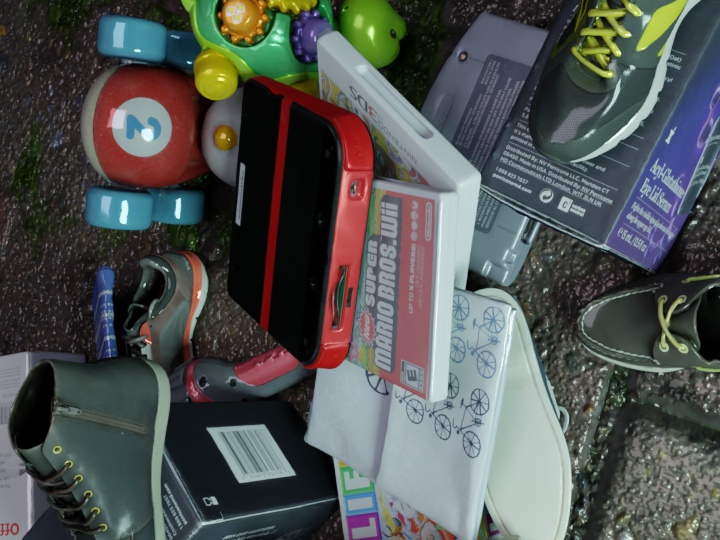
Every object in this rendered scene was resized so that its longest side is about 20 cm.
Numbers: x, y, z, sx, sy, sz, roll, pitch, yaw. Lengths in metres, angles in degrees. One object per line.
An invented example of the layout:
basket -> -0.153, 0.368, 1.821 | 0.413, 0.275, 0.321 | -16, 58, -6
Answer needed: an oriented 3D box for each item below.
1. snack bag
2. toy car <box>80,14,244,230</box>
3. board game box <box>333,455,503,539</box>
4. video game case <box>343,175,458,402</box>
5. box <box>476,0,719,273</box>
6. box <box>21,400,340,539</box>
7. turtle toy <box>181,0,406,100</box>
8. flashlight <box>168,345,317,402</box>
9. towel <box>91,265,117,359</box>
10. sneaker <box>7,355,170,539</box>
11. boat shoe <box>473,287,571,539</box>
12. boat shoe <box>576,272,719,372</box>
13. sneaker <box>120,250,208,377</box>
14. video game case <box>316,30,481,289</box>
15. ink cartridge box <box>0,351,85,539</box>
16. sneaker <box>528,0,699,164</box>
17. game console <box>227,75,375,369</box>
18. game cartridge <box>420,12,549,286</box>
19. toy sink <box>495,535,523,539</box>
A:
snack bag -> 0.027, 0.085, 0.694 | 0.199, 0.021, 0.191 | 23, 112, 43
toy car -> -0.132, -0.125, 0.828 | 0.198, 0.177, 0.186 | 10, 99, 20
board game box -> 0.045, 0.181, 0.745 | 0.133, 0.034, 0.202 | -17, 75, 30
video game case -> 0.000, 0.000, 0.675 | 0.199, 0.017, 0.145 | 19, 111, 54
box -> 0.190, -0.115, 0.625 | 0.104, 0.148, 0.201 | 31, 100, 31
box -> -0.151, 0.217, 0.766 | 0.200, 0.196, 0.118 | -48, 62, 18
turtle toy -> -0.058, -0.216, 0.786 | 0.101, 0.198, 0.147 | 128, 145, -47
flashlight -> -0.090, 0.084, 0.824 | 0.199, 0.067, 0.069 | -29, 68, 27
towel -> -0.246, 0.107, 0.898 | 0.145, 0.024, 0.202 | 140, 123, -67
sneaker -> -0.196, 0.159, 0.623 | 0.074, 0.106, 0.202 | -5, 80, 33
boat shoe -> 0.118, 0.113, 0.690 | 0.074, 0.062, 0.202 | -20, 79, 18
boat shoe -> 0.242, 0.034, 0.625 | 0.200, 0.060, 0.073 | -4, 82, 31
sneaker -> -0.210, 0.077, 0.890 | 0.076, 0.082, 0.202 | 3, 85, 32
video game case -> 0.023, -0.058, 0.709 | 0.023, 0.201, 0.182 | -27, 57, -19
ink cartridge box -> -0.375, 0.197, 0.977 | 0.145, 0.083, 0.202 | -11, 78, 30
sneaker -> 0.153, -0.158, 0.519 | 0.074, 0.084, 0.201 | 37, 102, 30
game console -> -0.054, -0.039, 0.712 | 0.177, 0.031, 0.202 | 36, 123, 51
game cartridge -> 0.106, -0.104, 0.744 | 0.132, 0.041, 0.202 | 27, 98, 28
toy sink -> 0.050, 0.299, 0.651 | 0.199, 0.112, 0.131 | -25, 99, 28
